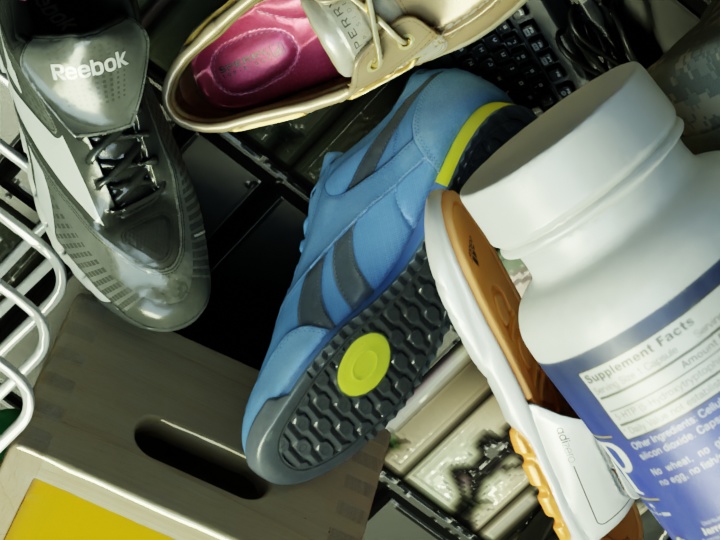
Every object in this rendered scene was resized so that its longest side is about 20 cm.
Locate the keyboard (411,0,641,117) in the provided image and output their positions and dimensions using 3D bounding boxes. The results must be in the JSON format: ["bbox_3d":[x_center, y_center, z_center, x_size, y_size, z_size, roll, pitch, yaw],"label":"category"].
[{"bbox_3d":[0.080,-0.080,1.182,0.104,0.040,0.200,-25,116,22],"label":"keyboard"}]

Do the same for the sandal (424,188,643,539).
[{"bbox_3d":[0.092,0.047,1.134,0.059,0.079,0.207,-20,120,18],"label":"sandal"}]

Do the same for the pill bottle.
[{"bbox_3d":[0.134,0.022,1.065,0.120,0.120,0.200,-34,99,25],"label":"pill bottle"}]

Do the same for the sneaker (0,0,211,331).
[{"bbox_3d":[-0.115,-0.069,1.138,0.066,0.090,0.201,-20,86,-13],"label":"sneaker"}]

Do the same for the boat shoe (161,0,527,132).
[{"bbox_3d":[-0.002,-0.107,1.141,0.200,0.069,0.074,-27,101,31],"label":"boat shoe"}]

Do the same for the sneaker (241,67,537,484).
[{"bbox_3d":[0.000,0.000,1.166,0.200,0.078,0.066,-58,140,-7],"label":"sneaker"}]

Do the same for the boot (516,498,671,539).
[{"bbox_3d":[0.160,0.153,1.289,0.150,0.073,0.200,28,129,-9],"label":"boot"}]

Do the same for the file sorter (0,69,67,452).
[{"bbox_3d":[-0.208,0.003,1.184,0.124,0.200,0.139,37,119,-19],"label":"file sorter"}]

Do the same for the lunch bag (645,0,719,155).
[{"bbox_3d":[0.234,-0.048,1.085,0.200,0.118,0.164,48,154,-10],"label":"lunch bag"}]

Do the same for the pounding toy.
[{"bbox_3d":[-0.122,0.135,1.195,0.199,0.142,0.184,24,132,-6],"label":"pounding toy"}]
